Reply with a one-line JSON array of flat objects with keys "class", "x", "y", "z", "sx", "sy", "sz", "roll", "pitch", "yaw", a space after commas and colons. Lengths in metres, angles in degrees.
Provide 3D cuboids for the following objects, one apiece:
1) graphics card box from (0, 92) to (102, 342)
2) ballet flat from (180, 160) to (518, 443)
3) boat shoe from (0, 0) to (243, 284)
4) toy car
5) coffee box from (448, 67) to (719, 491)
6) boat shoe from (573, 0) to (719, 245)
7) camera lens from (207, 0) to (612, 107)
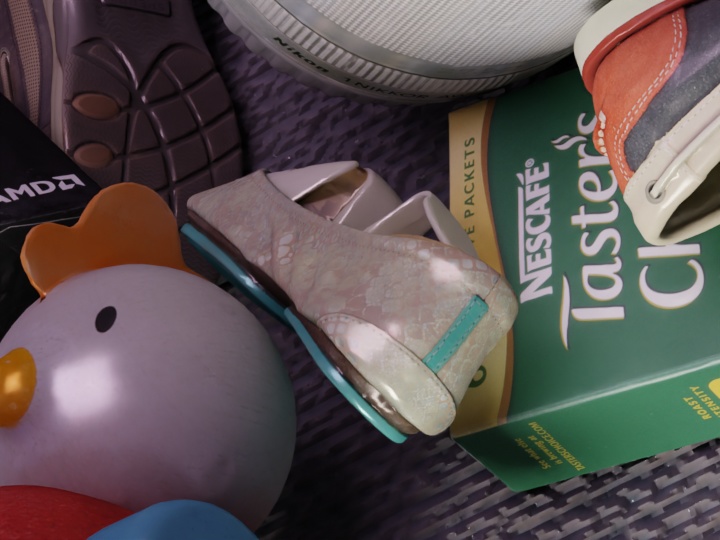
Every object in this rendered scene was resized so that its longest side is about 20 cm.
[{"class": "graphics card box", "x": -0.154, "y": -0.012, "z": 0.999, "sx": 0.200, "sy": 0.051, "sz": 0.126, "roll": 42, "pitch": 135, "yaw": 46}, {"class": "ballet flat", "x": 0.000, "y": 0.000, "z": 0.884, "sx": 0.062, "sy": 0.067, "sz": 0.200, "roll": -48, "pitch": 25, "yaw": -1}, {"class": "boat shoe", "x": -0.092, "y": -0.057, "z": 1.023, "sx": 0.073, "sy": 0.074, "sz": 0.201, "roll": -43, "pitch": 45, "yaw": 45}, {"class": "toy car", "x": -0.077, "y": 0.064, "z": 0.834, "sx": 0.184, "sy": 0.177, "sz": 0.201, "roll": -27, "pitch": 59, "yaw": 36}, {"class": "coffee box", "x": 0.118, "y": -0.018, "z": 0.844, "sx": 0.199, "sy": 0.044, "sz": 0.123, "roll": -17, "pitch": 55, "yaw": 29}, {"class": "boat shoe", "x": 0.152, "y": -0.073, "z": 0.774, "sx": 0.199, "sy": 0.071, "sz": 0.063, "roll": -26, "pitch": 60, "yaw": 17}, {"class": "camera lens", "x": 0.035, "y": -0.144, "z": 0.854, "sx": 0.161, "sy": 0.159, "sz": 0.200, "roll": -70, "pitch": 12, "yaw": -18}]
